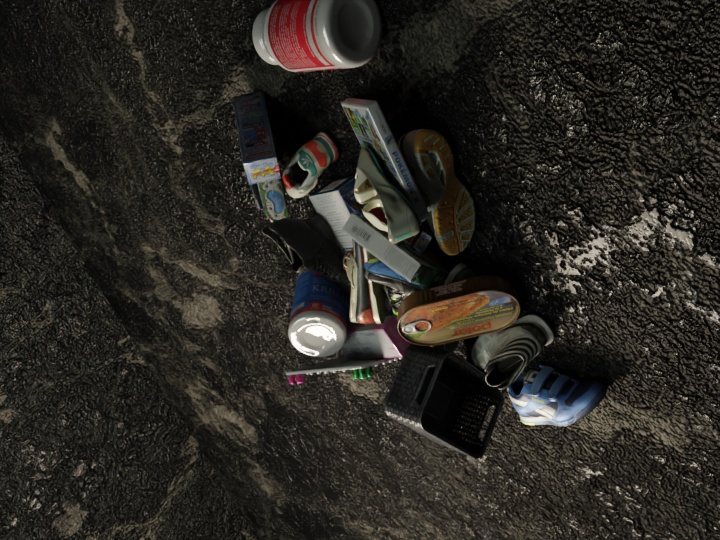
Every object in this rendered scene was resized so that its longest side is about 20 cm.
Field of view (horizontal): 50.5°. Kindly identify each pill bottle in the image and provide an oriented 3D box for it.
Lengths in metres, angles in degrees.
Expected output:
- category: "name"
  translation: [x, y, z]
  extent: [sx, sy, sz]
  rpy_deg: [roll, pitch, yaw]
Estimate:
- category: "pill bottle"
  translation: [-0.071, -0.352, 1.121]
  extent: [0.198, 0.112, 0.114]
  rpy_deg: [12, 132, 47]
- category: "pill bottle"
  translation: [-0.073, 0.054, 1.452]
  extent: [0.109, 0.202, 0.114]
  rpy_deg: [2, 132, 2]

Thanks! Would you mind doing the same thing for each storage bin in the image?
- category: "storage bin"
  translation: [0.150, 0.228, 1.332]
  extent: [0.093, 0.137, 0.199]
  rpy_deg: [10, 161, 49]

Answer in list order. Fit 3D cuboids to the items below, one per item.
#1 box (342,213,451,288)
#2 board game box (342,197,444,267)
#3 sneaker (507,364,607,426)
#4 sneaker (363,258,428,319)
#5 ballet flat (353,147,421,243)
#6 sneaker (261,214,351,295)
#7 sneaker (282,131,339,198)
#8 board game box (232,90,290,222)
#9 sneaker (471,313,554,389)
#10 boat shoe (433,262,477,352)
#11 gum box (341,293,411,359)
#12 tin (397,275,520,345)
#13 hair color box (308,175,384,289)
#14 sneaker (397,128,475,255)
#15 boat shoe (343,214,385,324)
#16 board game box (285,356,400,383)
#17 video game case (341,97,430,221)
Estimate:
- category: "box"
  translation: [0.068, -0.025, 1.227]
  extent: [0.144, 0.037, 0.199]
  rpy_deg: [38, -169, 23]
- category: "board game box"
  translation: [0.064, -0.078, 1.235]
  extent: [0.198, 0.039, 0.158]
  rpy_deg: [36, -170, 11]
- category: "sneaker"
  translation: [0.305, 0.197, 1.219]
  extent: [0.083, 0.074, 0.199]
  rpy_deg: [57, 148, -5]
- category: "sneaker"
  translation: [0.075, 0.043, 1.281]
  extent: [0.198, 0.083, 0.071]
  rpy_deg: [33, -173, -41]
- category: "ballet flat"
  translation: [0.023, -0.113, 1.119]
  extent: [0.201, 0.063, 0.068]
  rpy_deg: [58, 176, 44]
- category: "sneaker"
  translation: [-0.082, -0.018, 1.370]
  extent: [0.060, 0.104, 0.202]
  rpy_deg: [-15, 109, 58]
- category: "sneaker"
  translation: [-0.115, -0.176, 1.381]
  extent: [0.071, 0.093, 0.199]
  rpy_deg: [52, 149, -2]
- category: "board game box"
  translation: [-0.176, -0.189, 1.368]
  extent: [0.201, 0.060, 0.203]
  rpy_deg: [-107, 6, -58]
- category: "sneaker"
  translation: [0.217, 0.141, 1.237]
  extent: [0.076, 0.115, 0.200]
  rpy_deg: [50, 150, 0]
- category: "boat shoe"
  translation: [0.167, 0.080, 1.286]
  extent: [0.061, 0.072, 0.203]
  rpy_deg: [34, 139, 27]
- category: "gum box"
  translation: [0.039, 0.103, 1.437]
  extent: [0.067, 0.114, 0.199]
  rpy_deg: [53, 150, -15]
- category: "tin"
  translation: [0.154, 0.065, 1.210]
  extent: [0.196, 0.042, 0.113]
  rpy_deg: [-14, 134, 14]
- category: "hair color box"
  translation: [-0.004, -0.065, 1.377]
  extent: [0.099, 0.060, 0.203]
  rpy_deg: [-2, 120, 54]
- category: "sneaker"
  translation: [0.115, -0.123, 1.164]
  extent: [0.087, 0.075, 0.203]
  rpy_deg: [25, 138, 60]
- category: "boat shoe"
  translation: [0.000, 0.000, 1.312]
  extent: [0.061, 0.071, 0.204]
  rpy_deg: [0, 114, 20]
- category: "board game box"
  translation: [-0.011, 0.186, 1.475]
  extent: [0.197, 0.198, 0.026]
  rpy_deg: [-10, 88, 37]
- category: "video game case"
  translation: [0.035, -0.174, 1.166]
  extent: [0.185, 0.022, 0.200]
  rpy_deg: [63, 176, -18]
